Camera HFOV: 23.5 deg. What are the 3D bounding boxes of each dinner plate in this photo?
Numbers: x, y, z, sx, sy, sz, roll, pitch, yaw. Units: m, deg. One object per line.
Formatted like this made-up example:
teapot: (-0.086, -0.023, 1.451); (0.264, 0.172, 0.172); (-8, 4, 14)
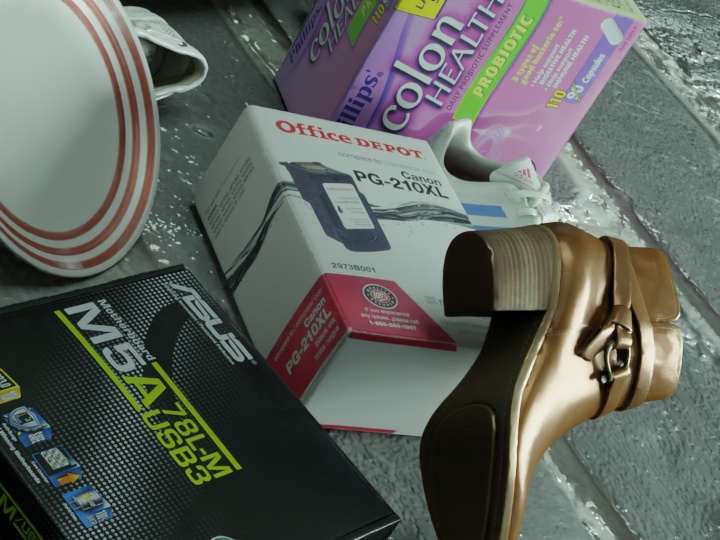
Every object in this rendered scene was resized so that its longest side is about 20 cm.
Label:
dinner plate: (-0.182, -0.094, 0.996); (0.200, 0.024, 0.201); (20, 67, -58)

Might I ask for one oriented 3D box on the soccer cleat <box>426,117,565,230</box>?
soccer cleat: (0.113, -0.024, 1.191); (0.200, 0.086, 0.070); (41, 33, 12)

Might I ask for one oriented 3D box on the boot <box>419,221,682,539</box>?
boot: (0.114, 0.073, 0.988); (0.155, 0.077, 0.200); (3, 84, -38)

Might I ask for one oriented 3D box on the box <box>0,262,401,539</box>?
box: (-0.107, 0.093, 0.883); (0.193, 0.048, 0.200); (-16, 56, -47)

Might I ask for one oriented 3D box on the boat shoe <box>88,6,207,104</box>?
boat shoe: (-0.169, -0.129, 1.090); (0.069, 0.071, 0.200); (26, 27, 25)

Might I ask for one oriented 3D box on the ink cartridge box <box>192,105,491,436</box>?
ink cartridge box: (0.000, 0.000, 1.062); (0.145, 0.084, 0.200); (9, 39, -34)

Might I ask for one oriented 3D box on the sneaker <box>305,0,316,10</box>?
sneaker: (0.050, -0.178, 1.373); (0.200, 0.077, 0.085); (12, 47, -17)

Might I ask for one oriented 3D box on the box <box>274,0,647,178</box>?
box: (0.071, -0.160, 1.253); (0.200, 0.176, 0.097); (11, 38, -31)
